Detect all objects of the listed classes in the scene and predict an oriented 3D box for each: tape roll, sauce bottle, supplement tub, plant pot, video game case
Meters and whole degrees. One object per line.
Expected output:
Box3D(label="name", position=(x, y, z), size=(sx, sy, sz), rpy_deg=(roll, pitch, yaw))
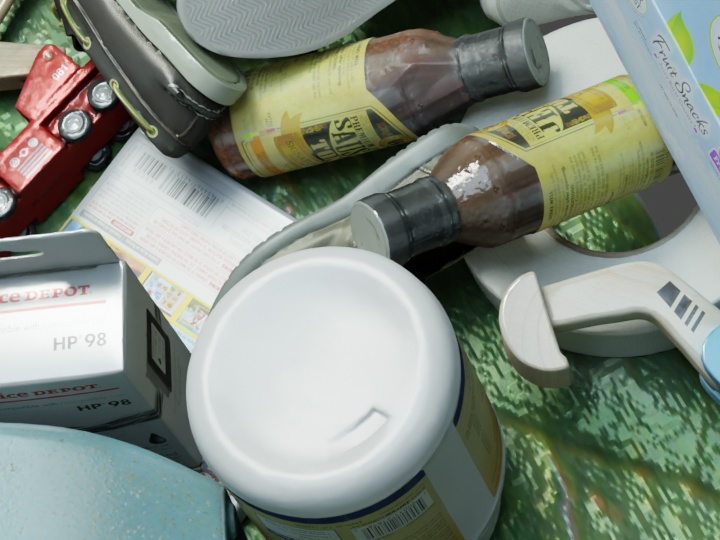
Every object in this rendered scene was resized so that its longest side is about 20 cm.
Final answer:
Box3D(label="tape roll", position=(0.148, -0.050, 1.711), size=(0.201, 0.037, 0.204), rpy_deg=(-5, 67, 11))
Box3D(label="sauce bottle", position=(0.010, -0.102, 1.730), size=(0.199, 0.066, 0.066), rpy_deg=(-13, 63, 25))
Box3D(label="supplement tub", position=(-0.002, 0.088, 1.596), size=(0.143, 0.200, 0.145), rpy_deg=(-5, 66, 11))
Box3D(label="plant pot", position=(-0.156, 0.194, 1.600), size=(0.199, 0.197, 0.197), rpy_deg=(-5, 66, 5))
Box3D(label="sauce bottle", position=(0.088, -0.051, 1.629), size=(0.199, 0.065, 0.065), rpy_deg=(-22, 60, -26))
Box3D(label="video game case", position=(-0.104, 0.035, 1.744), size=(0.199, 0.023, 0.182), rpy_deg=(32, 77, 23))

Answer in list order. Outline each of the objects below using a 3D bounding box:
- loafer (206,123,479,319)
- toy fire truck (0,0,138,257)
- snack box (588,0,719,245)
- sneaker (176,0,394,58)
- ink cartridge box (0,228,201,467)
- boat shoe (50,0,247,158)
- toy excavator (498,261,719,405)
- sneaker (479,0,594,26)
Box3D(label="loafer", position=(0.000, 0.000, 1.675), size=(0.200, 0.075, 0.070), rpy_deg=(-38, 63, 4))
Box3D(label="toy fire truck", position=(-0.202, -0.117, 1.818), size=(0.141, 0.049, 0.200), rpy_deg=(39, 80, 24))
Box3D(label="snack box", position=(0.248, -0.126, 1.641), size=(0.199, 0.068, 0.169), rpy_deg=(-24, 79, -23))
Box3D(label="sneaker", position=(-0.022, -0.180, 1.762), size=(0.199, 0.116, 0.074), rpy_deg=(-20, 106, -13))
Box3D(label="ink cartridge box", position=(-0.166, 0.050, 1.628), size=(0.115, 0.200, 0.067), rpy_deg=(-7, 67, 11))
Box3D(label="boat shoe", position=(-0.146, -0.149, 1.755), size=(0.061, 0.072, 0.201), rpy_deg=(-51, 58, 17))
Box3D(label="toy excavator", position=(0.201, 0.035, 1.613), size=(0.194, 0.100, 0.200), rpy_deg=(-41, 71, -8))
Box3D(label="sneaker", position=(0.163, -0.184, 1.736), size=(0.199, 0.075, 0.081), rpy_deg=(-21, 47, 6))
